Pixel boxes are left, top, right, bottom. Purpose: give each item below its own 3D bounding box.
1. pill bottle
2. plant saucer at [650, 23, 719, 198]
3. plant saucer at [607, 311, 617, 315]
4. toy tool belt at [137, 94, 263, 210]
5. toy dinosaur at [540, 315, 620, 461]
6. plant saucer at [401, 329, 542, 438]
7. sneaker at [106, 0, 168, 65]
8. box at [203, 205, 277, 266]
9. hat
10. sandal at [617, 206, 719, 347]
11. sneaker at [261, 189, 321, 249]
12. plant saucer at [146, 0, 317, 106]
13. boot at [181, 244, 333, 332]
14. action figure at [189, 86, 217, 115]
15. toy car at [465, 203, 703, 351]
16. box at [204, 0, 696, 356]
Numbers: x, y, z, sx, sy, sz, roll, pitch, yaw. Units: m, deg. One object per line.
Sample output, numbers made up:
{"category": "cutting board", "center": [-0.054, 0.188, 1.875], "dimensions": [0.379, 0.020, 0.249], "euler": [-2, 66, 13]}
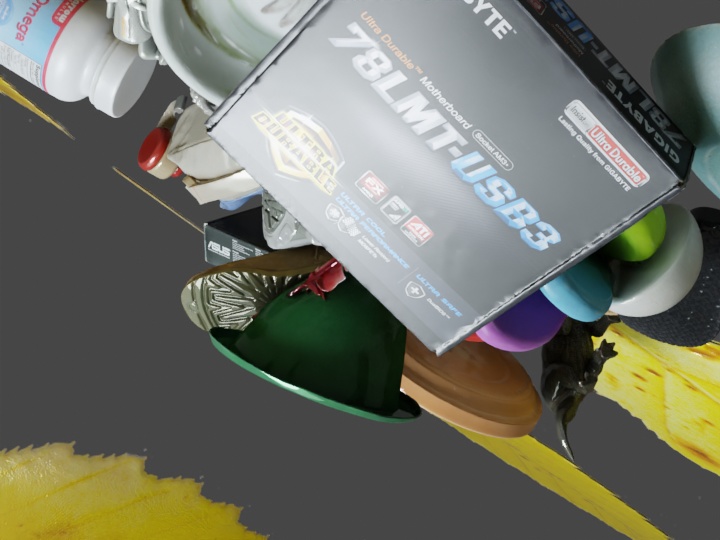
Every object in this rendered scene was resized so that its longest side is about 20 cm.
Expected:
{"category": "pill bottle", "center": [-0.298, -0.233, 1.138], "dimensions": [0.198, 0.110, 0.109], "euler": [31, 170, 3]}
{"category": "plant saucer", "center": [0.234, -0.052, 0.620], "dimensions": [0.200, 0.039, 0.201], "euler": [31, 171, 6]}
{"category": "plant saucer", "center": [0.145, -0.031, 0.992], "dimensions": [0.199, 0.036, 0.200], "euler": [31, 169, 7]}
{"category": "toy tool belt", "center": [-0.116, -0.107, 1.137], "dimensions": [0.122, 0.126, 0.199], "euler": [30, 152, -32]}
{"category": "toy dinosaur", "center": [0.199, 0.085, 1.128], "dimensions": [0.076, 0.203, 0.102], "euler": [-2, 156, -16]}
{"category": "plant saucer", "center": [0.080, 0.079, 1.089], "dimensions": [0.198, 0.033, 0.201], "euler": [25, -161, -9]}
{"category": "sneaker", "center": [-0.151, -0.213, 0.843], "dimensions": [0.075, 0.093, 0.200], "euler": [28, 168, 20]}
{"category": "box", "center": [-0.018, -0.024, 1.148], "dimensions": [0.192, 0.048, 0.199], "euler": [-17, -151, -41]}
{"category": "hat", "center": [0.000, 0.000, 0.862], "dimensions": [0.164, 0.178, 0.199], "euler": [15, -174, -40]}
{"category": "sandal", "center": [0.243, 0.002, 0.865], "dimensions": [0.074, 0.045, 0.201], "euler": [25, 155, 6]}
{"category": "sneaker", "center": [-0.014, -0.051, 0.926], "dimensions": [0.098, 0.079, 0.200], "euler": [1, -172, -25]}
{"category": "plant saucer", "center": [-0.025, -0.160, 0.703], "dimensions": [0.197, 0.051, 0.201], "euler": [2, 149, 1]}
{"category": "boot", "center": [-0.047, -0.023, 1.025], "dimensions": [0.173, 0.201, 0.067], "euler": [-3, 120, 12]}
{"category": "action figure", "center": [-0.058, -0.145, 0.873], "dimensions": [0.118, 0.103, 0.200], "euler": [26, 172, 31]}
{"category": "toy car", "center": [0.109, -0.018, 0.785], "dimensions": [0.175, 0.151, 0.199], "euler": [43, 163, -22]}
{"category": "box", "center": [0.043, -0.074, 0.653], "dimensions": [0.200, 0.050, 0.198], "euler": [45, 131, -10]}
